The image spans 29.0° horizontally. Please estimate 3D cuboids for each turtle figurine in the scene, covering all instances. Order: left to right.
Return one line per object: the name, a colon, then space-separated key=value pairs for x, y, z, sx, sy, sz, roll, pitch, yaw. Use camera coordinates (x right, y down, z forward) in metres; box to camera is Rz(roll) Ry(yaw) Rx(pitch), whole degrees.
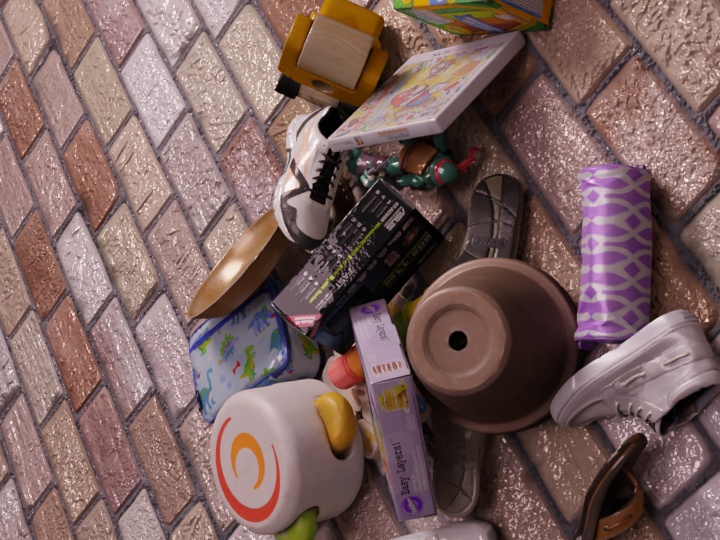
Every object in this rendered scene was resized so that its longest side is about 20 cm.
turtle figurine: x=0.064 y=-0.141 z=1.700 sx=0.150 sy=0.101 sz=0.200 roll=-44 pitch=29 yaw=-12

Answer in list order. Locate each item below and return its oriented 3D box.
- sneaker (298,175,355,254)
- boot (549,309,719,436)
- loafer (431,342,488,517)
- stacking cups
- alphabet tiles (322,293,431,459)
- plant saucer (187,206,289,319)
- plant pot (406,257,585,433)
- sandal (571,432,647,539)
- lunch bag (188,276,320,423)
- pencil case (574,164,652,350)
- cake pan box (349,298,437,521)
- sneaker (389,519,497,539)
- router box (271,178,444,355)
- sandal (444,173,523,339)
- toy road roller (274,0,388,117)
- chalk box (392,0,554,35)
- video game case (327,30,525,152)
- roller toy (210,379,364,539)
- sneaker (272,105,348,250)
sneaker: x=-0.043 y=-0.044 z=1.825 sx=0.090 sy=0.067 sz=0.201 roll=-48 pitch=48 yaw=34
boot: x=0.284 y=0.132 z=1.438 sx=0.200 sy=0.073 sz=0.096 roll=-44 pitch=53 yaw=35
loafer: x=0.118 y=0.184 z=1.612 sx=0.072 sy=0.063 sz=0.201 roll=6 pitch=83 yaw=12
stacking cups: x=0.036 y=0.085 z=1.704 sx=0.200 sy=0.060 sz=0.061 roll=-34 pitch=59 yaw=41
alphabet tiles: x=0.025 y=0.130 z=1.753 sx=0.195 sy=0.015 sz=0.201 roll=36 pitch=108 yaw=44
plant saucer: x=-0.154 y=-0.004 z=1.862 sx=0.200 sy=0.035 sz=0.200 roll=-45 pitch=15 yaw=16
plant pot: x=0.127 y=0.077 z=1.493 sx=0.199 sy=0.175 sz=0.201 roll=-2 pitch=84 yaw=21
sandal: x=0.260 y=0.256 z=1.440 sx=0.054 sy=0.082 sz=0.201 roll=28 pitch=110 yaw=23
lunch bag: x=-0.150 y=0.110 z=1.894 sx=0.200 sy=0.082 sz=0.161 roll=-37 pitch=52 yaw=35
pencil case: x=0.265 y=-0.018 z=1.478 sx=0.085 sy=0.084 sz=0.201 roll=-7 pitch=78 yaw=51
cake pan box: x=0.036 y=0.154 z=1.581 sx=0.200 sy=0.052 sz=0.185 roll=-108 pitch=8 yaw=-64
sneaker: x=0.073 y=0.337 z=1.616 sx=0.200 sy=0.080 sz=0.071 roll=-27 pitch=62 yaw=39
router box: x=0.000 y=0.000 z=1.658 sx=0.062 sy=0.150 sz=0.200 roll=42 pitch=93 yaw=20
sandal: x=0.150 y=-0.012 z=1.622 sx=0.079 sy=0.057 sz=0.202 roll=16 pitch=79 yaw=21
toy road roller: x=-0.027 y=-0.290 z=1.778 sx=0.200 sy=0.122 sz=0.147 roll=128 pitch=163 yaw=-75
chalk box: x=0.123 y=-0.357 z=1.666 sx=0.200 sy=0.125 sz=0.125 roll=5 pitch=86 yaw=48
video game case: x=0.078 y=-0.214 z=1.661 sx=0.182 sy=0.023 sz=0.200 roll=-5 pitch=34 yaw=46
roller toy: x=-0.088 y=0.230 z=1.756 sx=0.182 sy=0.139 sz=0.201 roll=26 pitch=115 yaw=45
sneaker: x=-0.058 y=-0.122 z=1.757 sx=0.080 sy=0.074 sz=0.201 roll=-25 pitch=54 yaw=45
